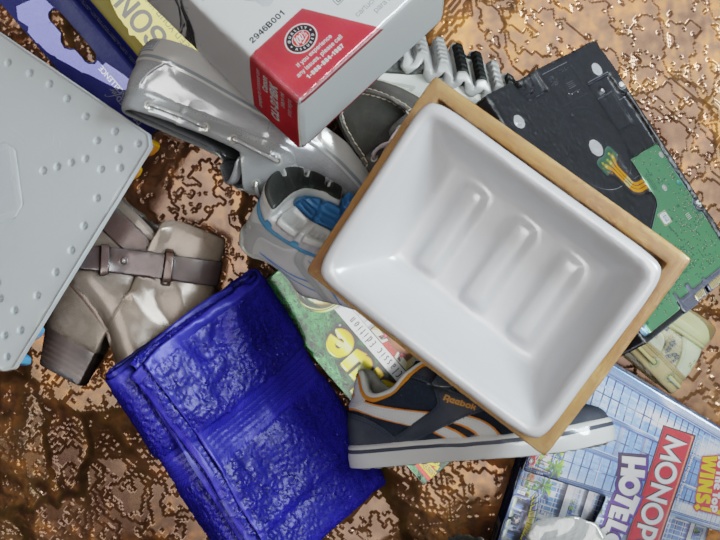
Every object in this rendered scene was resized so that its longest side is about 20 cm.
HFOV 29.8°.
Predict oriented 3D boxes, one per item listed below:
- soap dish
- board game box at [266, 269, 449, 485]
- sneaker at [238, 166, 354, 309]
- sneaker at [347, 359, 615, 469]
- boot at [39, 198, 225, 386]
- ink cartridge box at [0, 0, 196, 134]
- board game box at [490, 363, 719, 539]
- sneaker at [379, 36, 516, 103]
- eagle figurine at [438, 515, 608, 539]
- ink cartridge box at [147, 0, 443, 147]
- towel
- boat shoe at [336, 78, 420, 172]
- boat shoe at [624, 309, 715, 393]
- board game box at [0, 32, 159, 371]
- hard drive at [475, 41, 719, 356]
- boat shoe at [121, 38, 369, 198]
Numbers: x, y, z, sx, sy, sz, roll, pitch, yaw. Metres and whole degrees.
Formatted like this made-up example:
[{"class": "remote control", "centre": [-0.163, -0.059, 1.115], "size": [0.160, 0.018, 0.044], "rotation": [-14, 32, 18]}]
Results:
[{"class": "soap dish", "centre": [0.088, -0.005, 0.880], "size": [0.200, 0.081, 0.158], "rotation": [37, 107, 12]}, {"class": "board game box", "centre": [0.022, 0.056, 1.039], "size": [0.105, 0.023, 0.200], "rotation": [-41, 91, 5]}, {"class": "sneaker", "centre": [0.000, 0.000, 0.997], "size": [0.199, 0.087, 0.075], "rotation": [31, 49, -16]}, {"class": "sneaker", "centre": [0.080, 0.097, 0.970], "size": [0.199, 0.078, 0.080], "rotation": [-6, 84, 21]}, {"class": "boot", "centre": [-0.141, 0.040, 1.022], "size": [0.199, 0.070, 0.147], "rotation": [28, 85, -8]}, {"class": "ink cartridge box", "centre": [-0.165, -0.227, 1.015], "size": [0.200, 0.047, 0.198], "rotation": [-41, 93, 1]}, {"class": "board game box", "centre": [0.215, 0.171, 1.020], "size": [0.199, 0.062, 0.201], "rotation": [17, 94, 1]}, {"class": "sneaker", "centre": [0.033, -0.136, 1.009], "size": [0.199, 0.075, 0.081], "rotation": [18, 114, -2]}, {"class": "eagle figurine", "centre": [0.090, 0.269, 0.988], "size": [0.150, 0.200, 0.153], "rotation": [2, 71, -28]}, {"class": "ink cartridge box", "centre": [-0.060, -0.209, 0.924], "size": [0.200, 0.084, 0.144], "rotation": [44, 77, 12]}, {"class": "towel", "centre": [-0.076, 0.116, 0.989], "size": [0.147, 0.049, 0.201], "rotation": [-38, 104, -28]}, {"class": "boat shoe", "centre": [0.055, -0.060, 0.949], "size": [0.200, 0.057, 0.067], "rotation": [45, 112, 3]}, {"class": "boat shoe", "centre": [0.166, 0.021, 1.007], "size": [0.199, 0.073, 0.063], "rotation": [29, 91, -1]}, {"class": "board game box", "centre": [-0.271, -0.060, 1.005], "size": [0.200, 0.026, 0.201], "rotation": [34, 94, 20]}, {"class": "hard drive", "centre": [0.173, -0.054, 0.961], "size": [0.139, 0.038, 0.201], "rotation": [-31, 86, -40]}, {"class": "boat shoe", "centre": [-0.080, -0.091, 0.982], "size": [0.199, 0.072, 0.069], "rotation": [31, 75, -26]}]
